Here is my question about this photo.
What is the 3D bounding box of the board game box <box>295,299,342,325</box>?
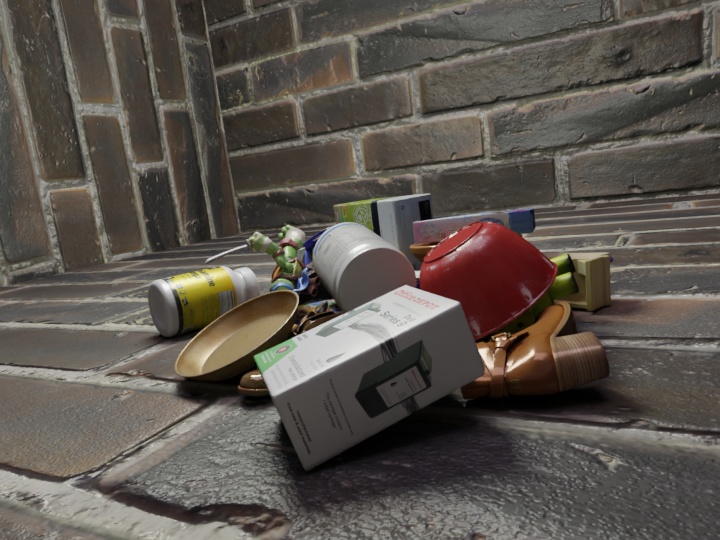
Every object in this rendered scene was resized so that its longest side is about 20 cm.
[{"bbox_3d":[-0.066,0.085,0.981,0.199,0.035,0.135,-10,11,-16],"label":"board game box"}]

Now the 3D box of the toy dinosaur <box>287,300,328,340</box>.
[{"bbox_3d":[-0.114,0.114,0.847,0.200,0.061,0.106,-29,9,-30],"label":"toy dinosaur"}]

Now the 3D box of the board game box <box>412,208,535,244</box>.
[{"bbox_3d":[0.216,-0.083,1.027,0.198,0.044,0.200,-6,5,19],"label":"board game box"}]

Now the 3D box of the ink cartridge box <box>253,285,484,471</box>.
[{"bbox_3d":[0.003,0.098,0.581,0.200,0.084,0.146,-25,13,-14],"label":"ink cartridge box"}]

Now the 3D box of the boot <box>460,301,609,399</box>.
[{"bbox_3d":[0.181,0.092,0.655,0.154,0.074,0.200,-13,3,7],"label":"boot"}]

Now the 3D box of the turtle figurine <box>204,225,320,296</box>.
[{"bbox_3d":[-0.168,-0.002,0.972,0.199,0.144,0.194,-23,18,15],"label":"turtle figurine"}]

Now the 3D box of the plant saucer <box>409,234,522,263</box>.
[{"bbox_3d":[0.189,-0.037,1.000,0.199,0.038,0.200,-7,5,1],"label":"plant saucer"}]

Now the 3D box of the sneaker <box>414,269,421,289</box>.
[{"bbox_3d":[0.091,0.040,1.041,0.199,0.081,0.115,-8,10,45],"label":"sneaker"}]

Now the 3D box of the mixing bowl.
[{"bbox_3d":[0.158,0.002,0.777,0.200,0.109,0.200,-34,9,6],"label":"mixing bowl"}]

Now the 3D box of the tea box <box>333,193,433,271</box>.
[{"bbox_3d":[0.060,-0.065,1.279,0.133,0.201,0.196,-16,11,-42],"label":"tea box"}]

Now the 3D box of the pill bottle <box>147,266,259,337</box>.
[{"bbox_3d":[-0.309,0.054,1.117,0.200,0.113,0.112,-15,12,-39],"label":"pill bottle"}]

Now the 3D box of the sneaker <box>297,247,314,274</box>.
[{"bbox_3d":[-0.069,-0.013,1.239,0.202,0.077,0.146,-17,-23,-11],"label":"sneaker"}]

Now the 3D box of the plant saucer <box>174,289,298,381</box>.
[{"bbox_3d":[-0.169,0.099,0.801,0.200,0.036,0.200,-24,21,10],"label":"plant saucer"}]

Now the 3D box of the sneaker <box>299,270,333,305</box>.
[{"bbox_3d":[-0.083,0.032,1.117,0.201,0.067,0.108,-23,4,15],"label":"sneaker"}]

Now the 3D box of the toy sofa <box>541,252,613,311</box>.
[{"bbox_3d":[0.323,0.015,0.956,0.097,0.083,0.200,-11,9,-44],"label":"toy sofa"}]

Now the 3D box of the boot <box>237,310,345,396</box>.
[{"bbox_3d":[-0.085,0.108,0.747,0.073,0.076,0.200,4,16,40],"label":"boot"}]

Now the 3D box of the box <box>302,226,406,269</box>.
[{"bbox_3d":[-0.016,-0.025,1.114,0.200,0.042,0.119,19,-38,-39],"label":"box"}]

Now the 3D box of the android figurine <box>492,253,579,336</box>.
[{"bbox_3d":[0.230,0.038,0.855,0.200,0.041,0.182,-25,19,25],"label":"android figurine"}]

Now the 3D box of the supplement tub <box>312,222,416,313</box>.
[{"bbox_3d":[0.000,0.000,0.930,0.131,0.132,0.200,-10,19,-14],"label":"supplement tub"}]
